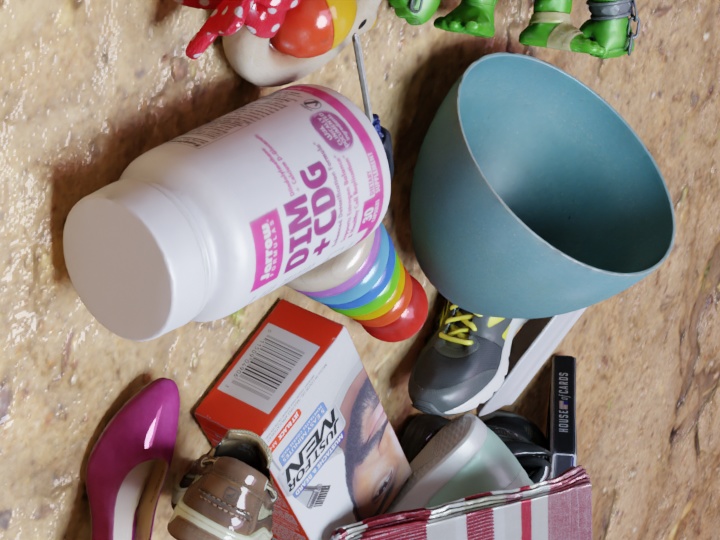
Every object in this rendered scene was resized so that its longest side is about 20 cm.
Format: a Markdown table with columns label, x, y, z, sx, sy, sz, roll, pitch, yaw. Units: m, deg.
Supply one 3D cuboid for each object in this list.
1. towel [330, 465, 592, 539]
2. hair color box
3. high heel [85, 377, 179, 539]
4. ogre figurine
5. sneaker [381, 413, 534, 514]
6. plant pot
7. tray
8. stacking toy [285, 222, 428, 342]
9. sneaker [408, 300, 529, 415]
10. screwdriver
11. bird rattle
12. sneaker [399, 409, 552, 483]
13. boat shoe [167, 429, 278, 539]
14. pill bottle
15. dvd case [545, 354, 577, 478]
| label | x | y | z | sx | sy | sz | roll | pitch | yaw |
| --- | --- | --- | --- | --- | --- | --- | --- | --- | --- |
| towel | 0.078 | 0.214 | 1.630 | 0.200 | 0.023 | 0.144 | -13 | 141 | -5 |
| hair color box | -0.037 | 0.126 | 1.581 | 0.111 | 0.064 | 0.200 | -53 | 147 | -21 |
| high heel | -0.143 | 0.175 | 1.423 | 0.067 | 0.096 | 0.200 | 31 | 84 | -58 |
| ogre figurine | 0.118 | -0.222 | 1.553 | 0.098 | 0.200 | 0.120 | -146 | -116 | -78 |
| sneaker | 0.055 | 0.219 | 1.685 | 0.200 | 0.074 | 0.118 | -44 | 109 | 8 |
| plant pot | 0.114 | -0.041 | 1.607 | 0.200 | 0.200 | 0.135 | -20 | 160 | -49 |
| tray | 0.161 | 0.034 | 1.754 | 0.200 | 0.022 | 0.107 | -53 | -177 | 10 |
| stacking toy | 0.000 | 0.000 | 1.548 | 0.085 | 0.085 | 0.200 | -62 | 154 | -7 |
| sneaker | 0.090 | 0.027 | 1.708 | 0.200 | 0.074 | 0.085 | -56 | 142 | -33 |
| screwdriver | 0.009 | -0.111 | 1.479 | 0.200 | 0.029 | 0.028 | 90 | -4 | -65 |
| bird rattle | -0.032 | -0.175 | 1.365 | 0.200 | 0.113 | 0.163 | -43 | 158 | -28 |
| sneaker | 0.122 | 0.166 | 1.796 | 0.199 | 0.114 | 0.076 | 11 | 103 | -60 |
| boat shoe | -0.081 | 0.145 | 1.449 | 0.075 | 0.075 | 0.202 | -63 | -175 | 0 |
| pill bottle | -0.083 | -0.036 | 1.359 | 0.200 | 0.113 | 0.114 | -30 | 133 | -43 |
| dvd case | 0.173 | 0.198 | 1.901 | 0.150 | 0.025 | 0.200 | -82 | 175 | -59 |
